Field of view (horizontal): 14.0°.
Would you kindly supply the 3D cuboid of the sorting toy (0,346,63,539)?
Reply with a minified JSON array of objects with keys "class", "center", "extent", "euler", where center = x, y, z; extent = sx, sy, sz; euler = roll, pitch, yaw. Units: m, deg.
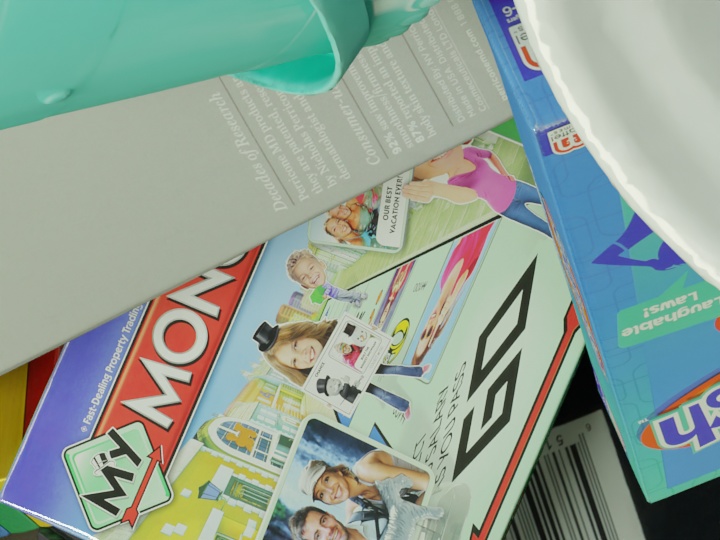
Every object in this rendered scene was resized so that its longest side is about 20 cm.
[{"class":"sorting toy","center":[-0.140,-0.018,0.967],"extent":[0.070,0.199,0.200],"euler":[-15,144,22]}]

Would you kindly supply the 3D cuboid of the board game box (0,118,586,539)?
[{"class":"board game box","center":[0.000,0.000,0.823],"extent":[0.134,0.200,0.029],"euler":[23,176,6]}]

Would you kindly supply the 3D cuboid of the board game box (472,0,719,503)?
[{"class":"board game box","center":[0.121,-0.026,0.725],"extent":[0.152,0.045,0.200],"euler":[-22,149,2]}]

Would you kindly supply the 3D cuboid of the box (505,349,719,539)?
[{"class":"box","center":[0.024,0.079,0.950],"extent":[0.200,0.148,0.107],"euler":[-178,68,-75]}]

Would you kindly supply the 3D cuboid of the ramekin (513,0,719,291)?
[{"class":"ramekin","center":[0.133,-0.081,0.540],"extent":[0.200,0.098,0.201],"euler":[14,125,21]}]

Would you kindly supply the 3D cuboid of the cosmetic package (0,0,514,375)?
[{"class":"cosmetic package","center":[-0.063,-0.047,0.755],"extent":[0.200,0.107,0.090],"euler":[-28,112,11]}]

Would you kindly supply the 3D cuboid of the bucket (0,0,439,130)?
[{"class":"bucket","center":[-0.068,-0.120,0.556],"extent":[0.135,0.207,0.207],"euler":[-9,171,-25]}]
